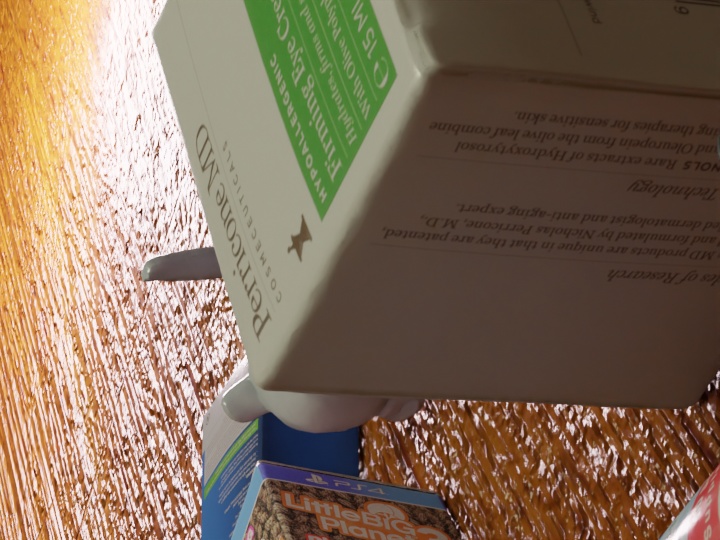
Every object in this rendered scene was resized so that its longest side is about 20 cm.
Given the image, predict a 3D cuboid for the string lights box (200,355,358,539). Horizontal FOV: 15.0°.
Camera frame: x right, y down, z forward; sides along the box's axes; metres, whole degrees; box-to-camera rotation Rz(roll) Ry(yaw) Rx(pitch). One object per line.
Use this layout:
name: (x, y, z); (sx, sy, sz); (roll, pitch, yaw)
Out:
string lights box: (-0.044, 0.147, 1.437); (0.103, 0.059, 0.201); (127, 149, -52)

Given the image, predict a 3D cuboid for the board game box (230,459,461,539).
board game box: (-0.007, 0.209, 1.236); (0.200, 0.096, 0.160); (-117, 42, -61)

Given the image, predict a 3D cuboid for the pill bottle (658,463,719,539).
pill bottle: (0.125, 0.138, 0.880); (0.200, 0.108, 0.109); (121, 153, -44)

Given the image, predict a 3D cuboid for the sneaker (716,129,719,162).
sneaker: (0.168, -0.014, 0.838); (0.078, 0.111, 0.201); (120, 154, -43)

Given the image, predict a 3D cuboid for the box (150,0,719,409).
box: (0.052, -0.076, 1.040); (0.172, 0.199, 0.200); (117, 145, -41)

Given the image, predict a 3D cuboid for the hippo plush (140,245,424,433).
hippo plush: (0.000, 0.000, 1.333); (0.200, 0.158, 0.162); (-81, -18, -54)
